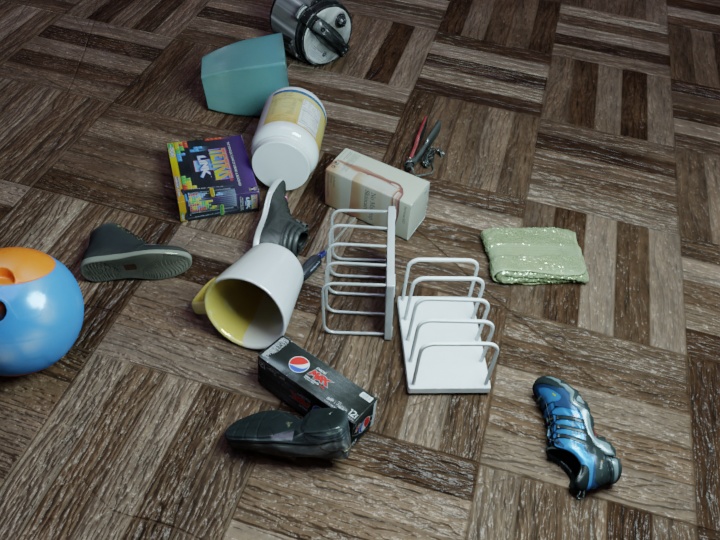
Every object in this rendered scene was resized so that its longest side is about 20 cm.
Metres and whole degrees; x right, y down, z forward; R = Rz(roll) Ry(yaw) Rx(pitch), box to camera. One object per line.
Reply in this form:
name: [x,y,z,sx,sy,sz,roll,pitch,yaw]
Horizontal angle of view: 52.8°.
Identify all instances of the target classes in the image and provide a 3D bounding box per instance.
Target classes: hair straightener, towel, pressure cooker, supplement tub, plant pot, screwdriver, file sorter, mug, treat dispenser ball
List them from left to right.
treat dispenser ball: [-0.540,0.064,1.138,0.199,0.202,0.202,3,45,-3]
plant pot: [-0.271,-0.453,1.718,0.198,0.142,0.142,-8,46,-3]
mug: [-0.187,0.023,1.261,0.185,0.150,0.154,21,39,6]
supplement tub: [-0.154,-0.282,1.553,0.143,0.145,0.201,7,46,1]
pressure cooker: [-0.120,-0.632,1.873,0.175,0.180,0.200,-25,52,-31]
screwdriver: [-0.059,-0.044,1.415,0.029,0.028,0.200,48,52,-3]
file sorter: [0.000,0.000,1.303,0.123,0.140,0.201,3,46,1]
hair straightener: [0.155,-0.279,1.654,0.076,0.041,0.201,16,46,10]
file sorter: [0.146,0.088,1.230,0.137,0.125,0.201,1,46,-6]
towel: [0.345,-0.033,1.439,0.198,0.037,0.149,0,45,-6]

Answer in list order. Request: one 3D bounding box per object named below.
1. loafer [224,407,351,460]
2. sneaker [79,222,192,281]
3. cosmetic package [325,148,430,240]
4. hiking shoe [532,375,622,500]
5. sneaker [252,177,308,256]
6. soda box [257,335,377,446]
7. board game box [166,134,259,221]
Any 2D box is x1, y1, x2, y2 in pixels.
loafer: [-0.109,0.256,1.088,0.198,0.073,0.073,-4,25,19]
sneaker: [-0.412,-0.044,1.342,0.198,0.075,0.107,-3,49,-7]
cosmetic package: [0.032,-0.157,1.481,0.199,0.104,0.087,23,50,19]
hiking shoe: [0.320,0.250,1.134,0.086,0.075,0.201,-15,49,-20]
sneaker: [-0.145,-0.098,1.433,0.098,0.071,0.201,9,52,0]
soda box: [-0.071,0.190,1.153,0.199,0.071,0.063,31,48,24]
board game box: [-0.310,-0.197,1.517,0.164,0.057,0.201,-11,48,-14]
